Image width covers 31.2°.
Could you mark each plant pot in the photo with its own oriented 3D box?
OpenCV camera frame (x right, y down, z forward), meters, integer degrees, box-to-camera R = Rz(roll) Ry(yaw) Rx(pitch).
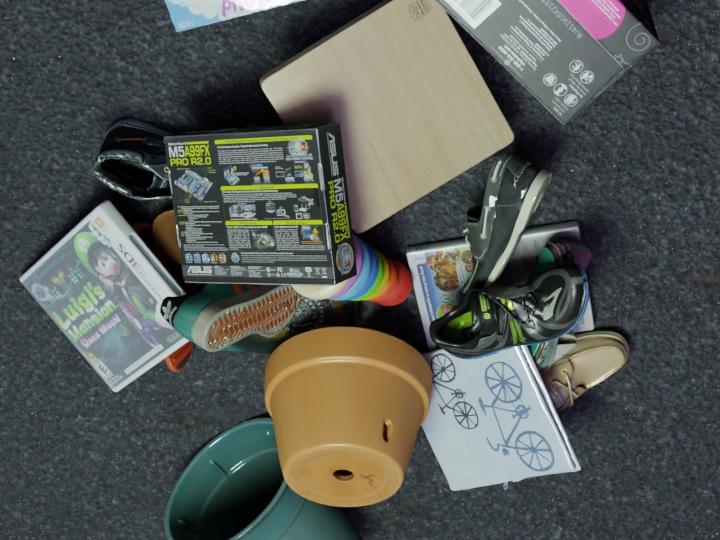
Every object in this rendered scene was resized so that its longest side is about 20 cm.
[{"bbox_3d":[-0.110,0.324,1.626,0.200,0.200,0.196,-27,124,19],"label":"plant pot"},{"bbox_3d":[-0.018,0.179,1.488,0.200,0.140,0.200,2,140,2],"label":"plant pot"}]

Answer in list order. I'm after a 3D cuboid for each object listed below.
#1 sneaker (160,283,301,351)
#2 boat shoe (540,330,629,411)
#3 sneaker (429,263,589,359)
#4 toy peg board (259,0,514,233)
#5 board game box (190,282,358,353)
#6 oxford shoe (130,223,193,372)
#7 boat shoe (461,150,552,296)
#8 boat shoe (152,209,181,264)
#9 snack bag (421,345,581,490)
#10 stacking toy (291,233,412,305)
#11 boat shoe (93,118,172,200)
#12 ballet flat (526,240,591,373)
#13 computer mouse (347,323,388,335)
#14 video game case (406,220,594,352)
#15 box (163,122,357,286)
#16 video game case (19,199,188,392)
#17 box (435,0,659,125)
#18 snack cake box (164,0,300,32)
[{"bbox_3d":[-0.140,0.034,1.430,0.080,0.200,0.072,28,109,24],"label":"sneaker"},{"bbox_3d":[0.231,0.138,1.542,0.200,0.069,0.074,-27,116,20],"label":"boat shoe"},{"bbox_3d":[0.161,0.049,1.406,0.199,0.071,0.083,-24,157,32],"label":"sneaker"},{"bbox_3d":[0.024,-0.182,1.370,0.199,0.098,0.200,-31,115,4],"label":"toy peg board"},{"bbox_3d":[-0.102,0.038,1.536,0.199,0.028,0.136,3,121,4],"label":"board game box"},{"bbox_3d":[-0.254,0.032,1.535,0.072,0.071,0.200,1,120,29],"label":"oxford shoe"},{"bbox_3d":[0.147,-0.046,1.419,0.068,0.072,0.200,27,134,8],"label":"boat shoe"},{"bbox_3d":[-0.137,-0.033,1.470,0.200,0.070,0.071,13,108,18],"label":"boat shoe"},{"bbox_3d":[0.145,0.171,1.529,0.200,0.021,0.189,-21,97,42],"label":"snack bag"},{"bbox_3d":[0.000,0.000,1.430,0.085,0.200,0.086,-5,80,29],"label":"stacking toy"},{"bbox_3d":[-0.193,-0.104,1.423,0.200,0.091,0.071,14,121,-3],"label":"boat shoe"},{"bbox_3d":[0.222,0.054,1.480,0.071,0.069,0.200,2,123,-19],"label":"ballet flat"},{"bbox_3d":[-0.036,0.112,1.535,0.059,0.034,0.200,25,142,-26],"label":"computer mouse"},{"bbox_3d":[0.165,0.021,1.508,0.199,0.018,0.143,-9,120,10],"label":"video game case"},{"bbox_3d":[-0.105,-0.067,1.329,0.200,0.044,0.161,0,103,32],"label":"box"},{"bbox_3d":[-0.290,0.035,1.497,0.182,0.023,0.200,51,132,-6],"label":"video game case"},{"bbox_3d":[0.179,-0.269,1.276,0.200,0.115,0.132,41,117,-17],"label":"box"},{"bbox_3d":[-0.107,-0.324,1.296,0.200,0.067,0.115,-12,119,12],"label":"snack cake box"}]
